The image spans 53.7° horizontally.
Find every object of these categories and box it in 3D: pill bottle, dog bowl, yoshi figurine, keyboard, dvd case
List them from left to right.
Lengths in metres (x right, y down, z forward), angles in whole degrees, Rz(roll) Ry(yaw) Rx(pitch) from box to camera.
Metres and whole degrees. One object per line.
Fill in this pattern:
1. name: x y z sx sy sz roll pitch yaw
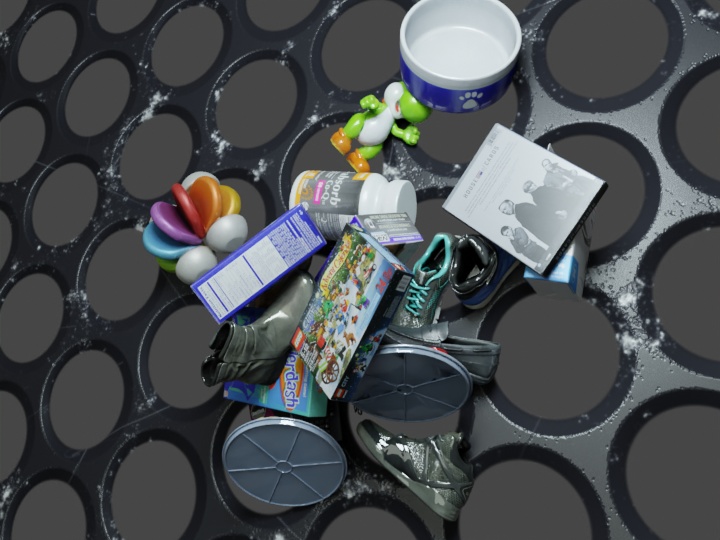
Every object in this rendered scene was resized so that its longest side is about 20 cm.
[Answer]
1. keyboard: -0.052 0.176 1.155 0.124 0.021 0.205 -4 68 -13
2. pill bottle: -0.012 -0.106 1.195 0.195 0.116 0.119 5 77 25
3. yoshi figurine: 0.050 -0.257 1.224 0.200 0.112 0.112 -43 79 4
4. dog bowl: 0.161 -0.360 1.171 0.194 0.079 0.204 -1 60 2
5. dvd case: 0.228 -0.104 1.014 0.199 0.025 0.152 39 98 37

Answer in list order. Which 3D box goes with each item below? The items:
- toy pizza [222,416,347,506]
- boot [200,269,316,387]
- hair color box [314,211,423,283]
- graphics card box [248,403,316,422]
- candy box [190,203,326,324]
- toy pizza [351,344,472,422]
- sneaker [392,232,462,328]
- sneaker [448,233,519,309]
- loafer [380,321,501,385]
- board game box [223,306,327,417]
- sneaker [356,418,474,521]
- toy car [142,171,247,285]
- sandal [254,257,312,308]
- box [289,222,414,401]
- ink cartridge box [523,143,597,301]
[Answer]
1. toy pizza: -0.117 0.293 1.107 0.196 0.202 0.032 -19 32 17
2. boot: -0.147 0.088 1.041 0.067 0.129 0.203 36 105 36
3. hair color box: 0.000 0.000 1.115 0.065 0.108 0.201 57 134 27
4. graphics card box: -0.125 0.222 1.190 0.123 0.051 0.205 -20 69 18
5. candy box: -0.150 -0.013 1.089 0.198 0.169 0.078 -36 95 -1
6. toy pizza: 0.066 0.161 1.043 0.196 0.202 0.032 -12 47 20
7. sneaker: 0.099 0.024 1.122 0.077 0.091 0.203 27 87 28
8. sneaker: 0.204 -0.041 1.082 0.076 0.111 0.202 36 91 28
9. loafer: 0.115 0.108 1.075 0.196 0.068 0.072 18 102 4
10. board game box: -0.132 0.140 1.134 0.197 0.045 0.156 1 84 39
11. sneaker: 0.090 0.267 1.068 0.198 0.076 0.115 34 88 25
12. toy car: -0.318 -0.088 1.309 0.200 0.150 0.176 -43 63 7
13. sandal: -0.147 0.037 1.232 0.081 0.054 0.203 17 77 50
14. box: -0.017 0.056 0.982 0.136 0.037 0.203 43 112 47
15. ink cartridge box: 0.300 -0.069 1.043 0.066 0.116 0.205 7 79 28
